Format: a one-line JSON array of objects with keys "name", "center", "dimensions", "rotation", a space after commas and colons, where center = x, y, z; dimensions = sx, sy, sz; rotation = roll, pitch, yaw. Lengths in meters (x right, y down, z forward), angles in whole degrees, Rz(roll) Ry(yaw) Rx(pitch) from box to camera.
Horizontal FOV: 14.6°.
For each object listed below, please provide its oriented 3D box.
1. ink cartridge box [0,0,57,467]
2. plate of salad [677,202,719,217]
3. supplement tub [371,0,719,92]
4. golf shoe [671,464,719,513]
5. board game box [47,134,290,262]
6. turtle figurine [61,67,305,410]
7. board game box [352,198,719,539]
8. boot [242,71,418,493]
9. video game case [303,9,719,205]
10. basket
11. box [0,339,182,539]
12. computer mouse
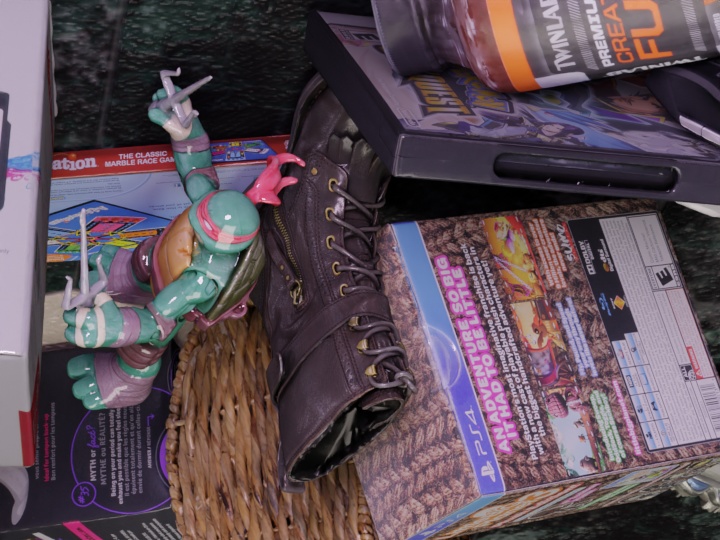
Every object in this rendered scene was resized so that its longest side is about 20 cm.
[{"name": "ink cartridge box", "center": [-0.199, -0.020, 1.401], "dimensions": [0.083, 0.200, 0.146], "rotation": [2, 154, -4]}, {"name": "plate of salad", "center": [0.217, -0.060, 1.511], "dimensions": [0.200, 0.048, 0.200], "rotation": [18, 170, 3]}, {"name": "supplement tub", "center": [0.107, -0.140, 1.289], "dimensions": [0.200, 0.107, 0.107], "rotation": [-10, 154, 14]}, {"name": "golf shoe", "center": [0.206, 0.094, 1.857], "dimensions": [0.200, 0.078, 0.097], "rotation": [15, 132, -44]}, {"name": "board game box", "center": [-0.113, -0.039, 1.578], "dimensions": [0.200, 0.019, 0.103], "rotation": [-4, 153, 2]}, {"name": "turtle figurine", "center": [-0.101, -0.008, 1.469], "dimensions": [0.101, 0.150, 0.200], "rotation": [29, 147, -5]}, {"name": "board game box", "center": [0.091, 0.056, 1.578], "dimensions": [0.200, 0.160, 0.097], "rotation": [-6, 161, -37]}, {"name": "boot", "center": [0.000, 0.000, 1.464], "dimensions": [0.069, 0.174, 0.200], "rotation": [10, 134, -31]}, {"name": "video game case", "center": [0.080, -0.080, 1.353], "dimensions": [0.181, 0.200, 0.026], "rotation": [5, 110, -15]}, {"name": "basket", "center": [-0.027, 0.124, 1.719], "dimensions": [0.143, 0.200, 0.149], "rotation": [-16, 152, 23]}, {"name": "box", "center": [-0.198, 0.126, 1.795], "dimensions": [0.200, 0.122, 0.106], "rotation": [-8, 155, 12]}, {"name": "computer mouse", "center": [0.201, -0.093, 1.320], "dimensions": [0.140, 0.046, 0.200], "rotation": [-22, -156, -23]}]
